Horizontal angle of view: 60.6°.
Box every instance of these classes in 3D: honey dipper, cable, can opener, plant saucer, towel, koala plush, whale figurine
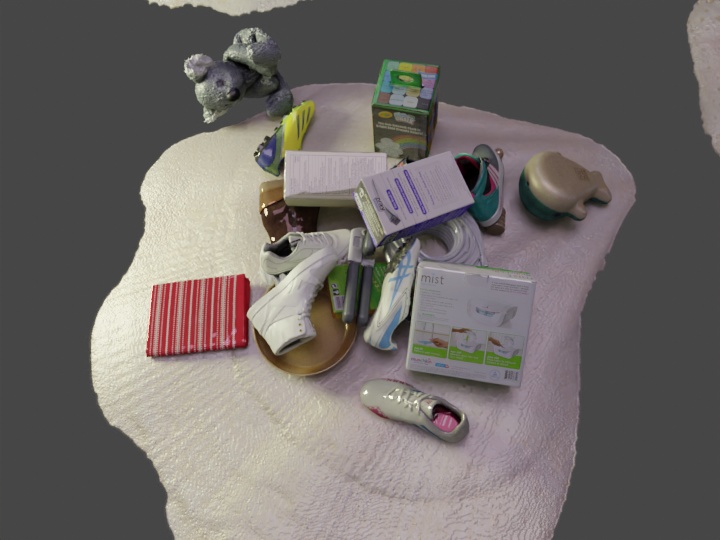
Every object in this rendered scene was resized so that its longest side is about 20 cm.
[{"bbox_3d":[0.278,-0.167,1.248,0.037,0.038,0.205,6,62,6],"label":"honey dipper"},{"bbox_3d":[0.138,-0.051,1.165,0.193,0.070,0.205,6,57,-6],"label":"cable"},{"bbox_3d":[0.000,0.000,1.106,0.051,0.067,0.205,11,61,-6],"label":"can opener"},{"bbox_3d":[-0.099,0.100,1.135,0.193,0.036,0.206,-1,62,2],"label":"plant saucer"},{"bbox_3d":[-0.305,0.085,1.164,0.193,0.023,0.149,-6,65,3],"label":"towel"},{"bbox_3d":[-0.277,-0.417,1.345,0.197,0.180,0.185,-31,53,-12],"label":"koala plush"},{"bbox_3d":[0.399,-0.157,1.216,0.194,0.104,0.163,-1,59,-25],"label":"whale figurine"}]

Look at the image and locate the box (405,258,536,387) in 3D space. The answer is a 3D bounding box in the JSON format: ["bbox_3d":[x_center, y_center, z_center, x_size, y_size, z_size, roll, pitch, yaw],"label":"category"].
[{"bbox_3d":[0.183,0.084,1.044,0.193,0.097,0.183,7,100,8],"label":"box"}]

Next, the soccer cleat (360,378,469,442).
[{"bbox_3d":[0.091,0.223,1.031,0.195,0.087,0.071,19,65,13],"label":"soccer cleat"}]

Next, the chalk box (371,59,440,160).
[{"bbox_3d":[0.093,-0.340,1.254,0.120,0.202,0.127,12,63,9],"label":"chalk box"}]

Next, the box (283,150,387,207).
[{"bbox_3d":[-0.047,-0.173,1.174,0.193,0.078,0.098,2,86,-3],"label":"box"}]

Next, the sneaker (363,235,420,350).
[{"bbox_3d":[0.067,0.041,1.075,0.071,0.072,0.206,19,97,-7],"label":"sneaker"}]

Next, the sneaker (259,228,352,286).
[{"bbox_3d":[-0.097,-0.038,1.148,0.195,0.083,0.076,-21,49,-17],"label":"sneaker"}]

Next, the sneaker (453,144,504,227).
[{"bbox_3d":[0.221,-0.197,1.206,0.082,0.120,0.205,-23,46,31],"label":"sneaker"}]

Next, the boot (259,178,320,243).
[{"bbox_3d":[-0.103,-0.112,1.241,0.194,0.073,0.171,-14,76,-8],"label":"boot"}]

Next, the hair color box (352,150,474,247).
[{"bbox_3d":[0.096,-0.130,1.112,0.195,0.065,0.112,-20,78,-24],"label":"hair color box"}]

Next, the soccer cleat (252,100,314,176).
[{"bbox_3d":[-0.151,-0.285,1.332,0.083,0.064,0.202,40,64,-11],"label":"soccer cleat"}]

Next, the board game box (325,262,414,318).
[{"bbox_3d":[0.036,0.033,1.143,0.193,0.030,0.098,-5,60,-13],"label":"board game box"}]

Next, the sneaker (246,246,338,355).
[{"bbox_3d":[-0.095,0.061,1.090,0.199,0.074,0.116,-41,68,2],"label":"sneaker"}]

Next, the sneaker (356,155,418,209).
[{"bbox_3d":[0.071,-0.184,1.242,0.194,0.085,0.077,-19,63,-6],"label":"sneaker"}]
